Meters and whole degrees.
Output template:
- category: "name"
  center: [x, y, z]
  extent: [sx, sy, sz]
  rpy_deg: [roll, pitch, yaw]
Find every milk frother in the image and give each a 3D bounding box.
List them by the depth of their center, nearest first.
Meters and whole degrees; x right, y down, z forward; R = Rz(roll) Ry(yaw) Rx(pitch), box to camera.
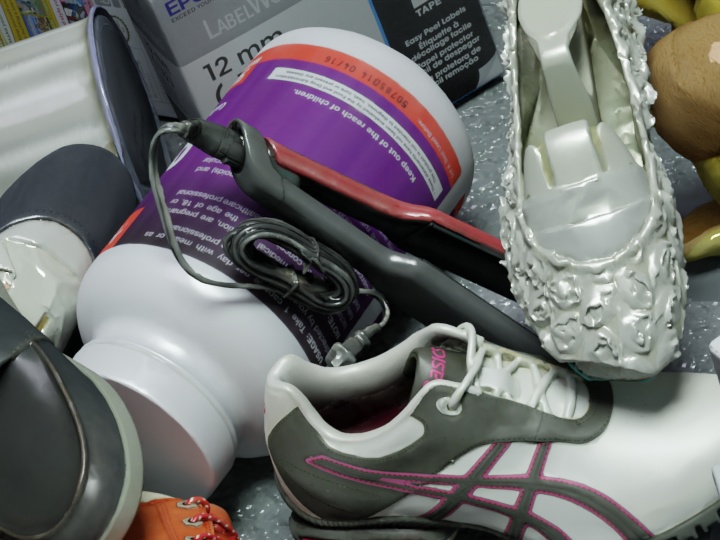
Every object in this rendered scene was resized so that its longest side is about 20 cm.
- category: "milk frother"
  center: [-0.204, -0.087, 1.162]
  extent: [0.188, 0.200, 0.181]
  rpy_deg: [-18, 36, 5]

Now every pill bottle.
- category: "pill bottle"
  center: [-0.042, -0.002, 1.055]
  extent: [0.112, 0.113, 0.200]
  rpy_deg: [10, 49, 34]

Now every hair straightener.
- category: "hair straightener"
  center: [0.000, 0.000, 0.988]
  extent: [0.041, 0.200, 0.077]
  rpy_deg: [-22, 45, 53]

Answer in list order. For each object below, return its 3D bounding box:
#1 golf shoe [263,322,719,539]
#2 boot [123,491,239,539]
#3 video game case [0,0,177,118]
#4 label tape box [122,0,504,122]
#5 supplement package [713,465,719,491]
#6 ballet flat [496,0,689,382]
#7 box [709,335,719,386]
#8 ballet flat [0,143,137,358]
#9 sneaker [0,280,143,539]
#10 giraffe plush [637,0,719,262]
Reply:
- category: "golf shoe"
  center: [0.059, 0.063, 0.956]
  extent: [0.199, 0.088, 0.077]
  rpy_deg: [-10, 40, 14]
- category: "boot"
  center: [-0.063, 0.122, 0.941]
  extent: [0.200, 0.075, 0.107]
  rpy_deg: [-3, 34, 43]
- category: "video game case"
  center: [-0.142, -0.162, 1.213]
  extent: [0.182, 0.200, 0.022]
  rpy_deg: [10, 45, 34]
- category: "label tape box"
  center: [-0.034, -0.140, 1.137]
  extent: [0.143, 0.200, 0.066]
  rpy_deg: [-31, 41, -9]
- category: "supplement package"
  center: [0.228, 0.128, 0.738]
  extent: [0.200, 0.151, 0.152]
  rpy_deg: [-17, 39, 7]
- category: "ballet flat"
  center: [0.079, -0.052, 0.960]
  extent: [0.072, 0.072, 0.200]
  rpy_deg: [-14, 54, 11]
- category: "box"
  center: [0.238, 0.031, 0.885]
  extent: [0.200, 0.113, 0.101]
  rpy_deg: [-34, 41, -15]
- category: "ballet flat"
  center: [-0.154, 0.037, 1.058]
  extent: [0.073, 0.073, 0.200]
  rpy_deg: [30, 86, 45]
- category: "sneaker"
  center: [-0.167, 0.039, 0.954]
  extent: [0.075, 0.106, 0.200]
  rpy_deg: [-55, 48, 8]
- category: "giraffe plush"
  center: [0.171, -0.088, 1.047]
  extent: [0.200, 0.173, 0.162]
  rpy_deg: [20, 59, -4]
